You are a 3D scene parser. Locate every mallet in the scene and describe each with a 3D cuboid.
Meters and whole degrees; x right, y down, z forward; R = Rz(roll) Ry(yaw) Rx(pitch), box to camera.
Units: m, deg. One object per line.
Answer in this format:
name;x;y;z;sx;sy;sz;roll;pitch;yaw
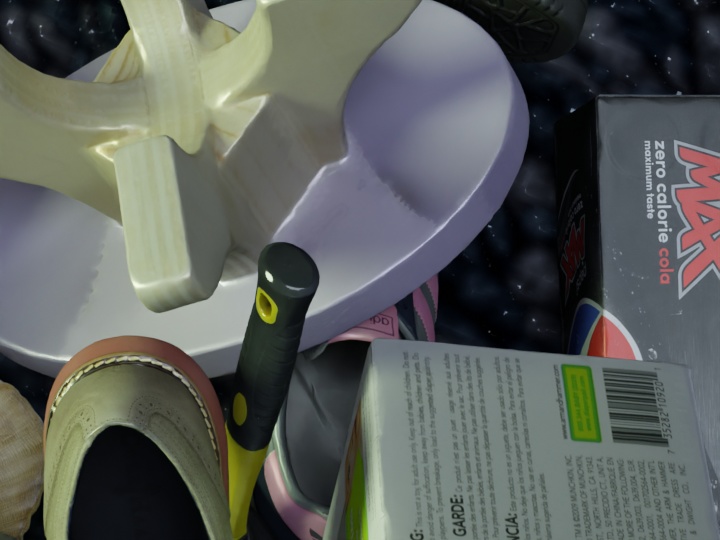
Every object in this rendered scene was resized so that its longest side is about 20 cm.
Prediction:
mallet;-0.042;0.046;0.918;0.041;0.200;0.066;-31;61;-27

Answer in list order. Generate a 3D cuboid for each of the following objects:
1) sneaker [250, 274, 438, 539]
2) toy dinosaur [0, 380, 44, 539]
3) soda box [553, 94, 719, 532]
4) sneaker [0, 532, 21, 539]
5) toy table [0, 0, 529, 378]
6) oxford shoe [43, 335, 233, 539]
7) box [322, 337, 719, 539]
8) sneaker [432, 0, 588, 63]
sneaker;0.000;0.000;0.997;0.070;0.082;0.201;1;84;-9
toy dinosaur;-0.144;0.083;0.978;0.101;0.058;0.200;-26;90;-12
soda box;0.107;0.042;1.021;0.071;0.063;0.201;-1;84;-10
sneaker;-0.143;0.137;0.921;0.199;0.081;0.115;21;93;-36
toy table;-0.057;-0.047;0.937;0.200;0.117;0.184;-27;58;5
oxford shoe;-0.059;0.124;0.865;0.070;0.075;0.201;-13;102;3
box;0.038;0.132;0.921;0.101;0.200;0.113;5;44;-9
sneaker;-0.007;-0.150;1.009;0.199;0.060;0.104;20;63;1
